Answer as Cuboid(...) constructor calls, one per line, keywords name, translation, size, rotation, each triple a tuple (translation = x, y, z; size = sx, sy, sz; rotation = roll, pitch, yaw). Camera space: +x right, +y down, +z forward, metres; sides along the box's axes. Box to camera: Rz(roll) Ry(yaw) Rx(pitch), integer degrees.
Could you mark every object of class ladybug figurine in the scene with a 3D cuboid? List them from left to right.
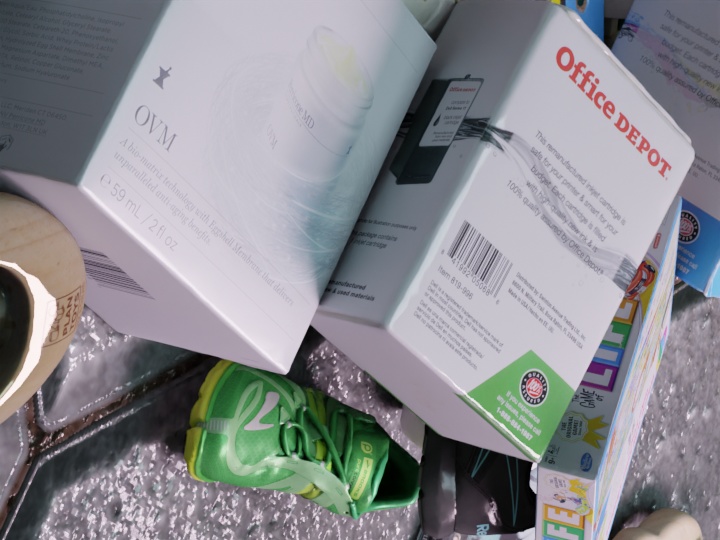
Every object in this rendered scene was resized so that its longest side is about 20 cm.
Cuboid(name="ladybug figurine", translation=(-0.209, 0.023, 1.025), size=(0.199, 0.072, 0.137), rotation=(-16, 126, -46))

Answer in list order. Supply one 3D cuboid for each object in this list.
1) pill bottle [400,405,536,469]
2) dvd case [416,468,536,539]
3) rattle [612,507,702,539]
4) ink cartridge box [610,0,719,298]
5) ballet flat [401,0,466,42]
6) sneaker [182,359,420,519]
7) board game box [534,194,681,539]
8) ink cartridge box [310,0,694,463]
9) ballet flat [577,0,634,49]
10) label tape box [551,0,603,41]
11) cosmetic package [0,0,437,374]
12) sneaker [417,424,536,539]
Cuboid(name="pill bottle", translation=(0.093, 0.014, 1.402), size=(0.115, 0.115, 0.202), rotation=(-11, 121, -52))
Cuboid(name="dvd case", translation=(0.081, 0.194, 1.540), size=(0.146, 0.022, 0.201), rotation=(34, 74, -53))
Cuboid(name="rattle", translation=(0.236, 0.247, 1.679), size=(0.131, 0.143, 0.200), rotation=(-54, 149, 0))
Cuboid(name="ink cartridge box", translation=(0.247, -0.099, 1.440), size=(0.144, 0.147, 0.201), rotation=(9, 112, -47))
Cuboid(name="ballet flat", translation=(0.003, -0.171, 1.223), size=(0.200, 0.070, 0.071), rotation=(53, 56, -22))
Cuboid(name="sneaker", translation=(-0.028, 0.097, 1.300), size=(0.200, 0.083, 0.075), rotation=(19, 83, -56))
Cuboid(name="board game box", translation=(0.142, 0.071, 1.315), size=(0.135, 0.034, 0.201), rotation=(85, 22, -52))
Cuboid(name="ink cartridge box", translation=(0.074, -0.024, 1.219), size=(0.147, 0.083, 0.201), rotation=(42, 70, -36))
Cuboid(name="ballet flat", translation=(0.166, -0.156, 1.499), size=(0.067, 0.070, 0.201), rotation=(-50, 138, -52))
Cuboid(name="label tape box", translation=(0.068, -0.167, 1.367), size=(0.199, 0.063, 0.145), rotation=(-26, 121, -48))
Cuboid(name="cosmetic package", translation=(-0.085, -0.088, 1.131), size=(0.199, 0.122, 0.201), rotation=(45, 63, -51))
Cuboid(name="sneaker", translation=(0.078, 0.056, 1.320), size=(0.075, 0.079, 0.202), rotation=(-51, 146, -80))
